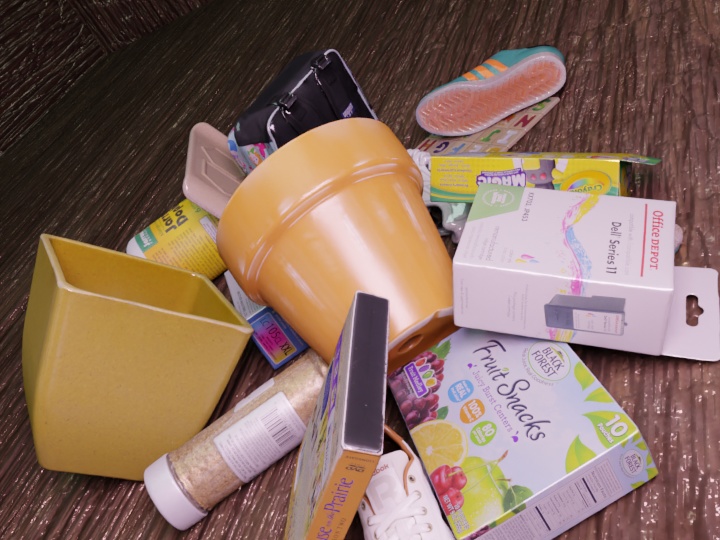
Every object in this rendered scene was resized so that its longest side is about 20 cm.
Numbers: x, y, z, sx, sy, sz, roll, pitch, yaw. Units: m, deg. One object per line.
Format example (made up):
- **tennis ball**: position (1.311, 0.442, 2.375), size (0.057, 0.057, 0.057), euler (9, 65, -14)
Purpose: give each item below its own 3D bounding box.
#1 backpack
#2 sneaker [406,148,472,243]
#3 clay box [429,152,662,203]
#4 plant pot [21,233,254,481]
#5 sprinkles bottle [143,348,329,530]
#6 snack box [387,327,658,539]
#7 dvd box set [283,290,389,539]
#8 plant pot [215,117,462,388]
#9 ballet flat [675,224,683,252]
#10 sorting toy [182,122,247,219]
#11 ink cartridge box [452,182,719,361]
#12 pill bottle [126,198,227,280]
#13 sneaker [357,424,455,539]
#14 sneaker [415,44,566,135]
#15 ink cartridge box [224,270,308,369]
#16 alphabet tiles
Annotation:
- **backpack**: position (-0.057, -0.152, 1.047), size (0.150, 0.200, 0.178), euler (-3, 45, 49)
- **sneaker**: position (0.078, -0.085, 0.946), size (0.081, 0.075, 0.200), euler (-49, 31, -9)
- **clay box**: position (0.176, -0.087, 0.776), size (0.198, 0.048, 0.115), euler (5, 12, 23)
- **plant pot**: position (-0.256, 0.102, 0.866), size (0.194, 0.194, 0.202), euler (34, 106, 59)
- **sprinkles bottle**: position (-0.102, 0.156, 0.767), size (0.199, 0.069, 0.068), euler (-36, 29, -4)
- **snack box**: position (0.111, 0.113, 0.629), size (0.141, 0.053, 0.200), euler (-31, 29, 2)
- **dvd box set**: position (-0.021, 0.137, 0.606), size (0.029, 0.201, 0.147), euler (14, 38, -7)
- **plant pot**: position (0.000, 0.000, 0.741), size (0.199, 0.200, 0.184), euler (-35, 68, -3)
- **ballet flat**: position (0.182, -0.016, 0.734), size (0.198, 0.067, 0.068), euler (-21, 33, 22)
- **sorting toy**: position (-0.155, -0.101, 1.098), size (0.037, 0.184, 0.201), euler (-47, 25, 21)
- **ink cartridge box**: position (0.179, -0.003, 0.639), size (0.198, 0.068, 0.118), euler (7, 40, 16)
- **pill bottle**: position (-0.248, -0.023, 1.134), size (0.199, 0.113, 0.113), euler (-37, 29, -5)
- **sneaker**: position (0.026, 0.185, 0.577), size (0.072, 0.085, 0.200), euler (-30, 30, 2)
- **sneaker**: position (0.168, -0.235, 1.068), size (0.198, 0.072, 0.080), euler (-16, 28, 19)
- **ink cartridge box**: position (-0.046, 0.000, 0.932), size (0.199, 0.077, 0.137), euler (-36, 30, 1)
- **alphabet tiles**: position (0.159, -0.188, 1.075), size (0.200, 0.006, 0.166), euler (-43, 31, -16)
